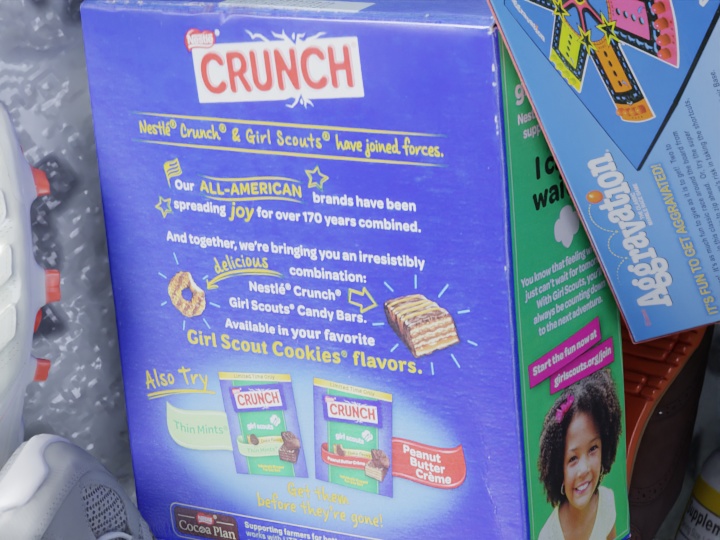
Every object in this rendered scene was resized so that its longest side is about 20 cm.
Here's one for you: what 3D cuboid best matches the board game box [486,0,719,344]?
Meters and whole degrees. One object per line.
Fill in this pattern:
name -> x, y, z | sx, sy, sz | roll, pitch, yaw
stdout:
board game box -> 0.104, -0.063, 0.859 | 0.102, 0.020, 0.200 | -15, 129, 14

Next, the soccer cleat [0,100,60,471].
soccer cleat -> -0.150, 0.038, 0.961 | 0.077, 0.069, 0.201 | 0, 107, -20

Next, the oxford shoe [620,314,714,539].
oxford shoe -> 0.101, 0.047, 1.081 | 0.072, 0.071, 0.201 | 26, 85, -60

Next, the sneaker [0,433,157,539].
sneaker -> -0.074, 0.128, 0.974 | 0.075, 0.082, 0.200 | -59, 146, -25

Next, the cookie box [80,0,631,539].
cookie box -> 0.000, 0.000, 0.953 | 0.075, 0.170, 0.201 | -28, 119, -52

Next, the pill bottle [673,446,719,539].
pill bottle -> 0.174, 0.137, 1.098 | 0.114, 0.114, 0.201 | 18, 97, -26
